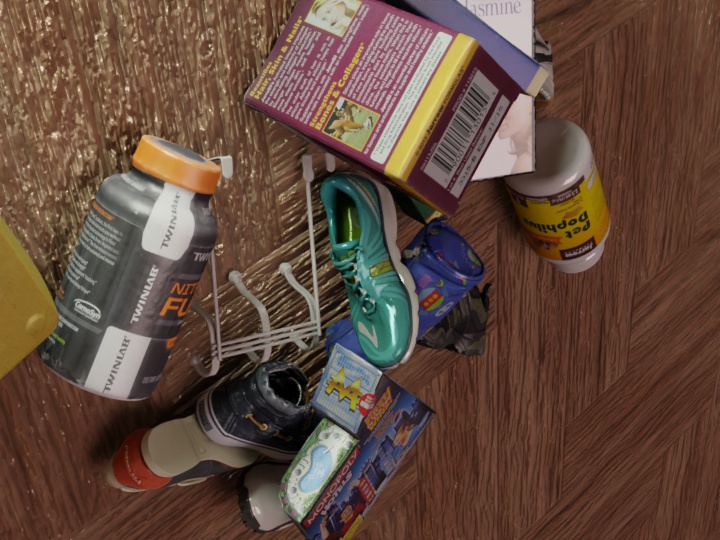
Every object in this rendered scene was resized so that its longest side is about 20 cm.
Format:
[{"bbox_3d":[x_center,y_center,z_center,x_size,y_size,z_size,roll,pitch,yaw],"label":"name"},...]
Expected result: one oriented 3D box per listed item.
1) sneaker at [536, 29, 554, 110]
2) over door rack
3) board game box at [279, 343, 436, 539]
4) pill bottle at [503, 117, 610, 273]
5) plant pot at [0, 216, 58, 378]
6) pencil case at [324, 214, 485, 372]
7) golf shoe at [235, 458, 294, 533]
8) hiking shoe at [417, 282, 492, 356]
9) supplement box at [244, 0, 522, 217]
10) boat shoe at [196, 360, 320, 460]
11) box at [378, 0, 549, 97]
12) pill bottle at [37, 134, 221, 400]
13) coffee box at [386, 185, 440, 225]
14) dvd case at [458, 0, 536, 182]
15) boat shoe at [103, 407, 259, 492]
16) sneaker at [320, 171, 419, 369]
[{"bbox_3d":[0.137,-0.247,1.193,0.199,0.075,0.089,33,59,-46],"label":"sneaker"},{"bbox_3d":[-0.098,-0.014,1.068,0.147,0.066,0.204,-11,111,-48],"label":"over door rack"},{"bbox_3d":[-0.013,0.169,1.138,0.201,0.061,0.201,-53,153,-18],"label":"board game box"},{"bbox_3d":[0.242,-0.083,1.383,0.110,0.109,0.201,-49,142,-14],"label":"pill bottle"},{"bbox_3d":[-0.312,-0.001,0.719,0.200,0.175,0.201,-43,141,-20],"label":"plant pot"},{"bbox_3d":[0.041,0.036,1.191,0.086,0.079,0.200,21,125,-36],"label":"pencil case"},{"bbox_3d":[-0.055,0.236,1.247,0.199,0.093,0.079,2,71,-56],"label":"golf shoe"},{"bbox_3d":[0.091,0.039,1.333,0.199,0.075,0.102,16,88,-58],"label":"hiking shoe"},{"bbox_3d":[0.017,-0.152,0.988,0.103,0.199,0.132,27,93,-54],"label":"supplement box"},{"bbox_3d":[-0.072,0.142,1.153,0.090,0.072,0.199,-28,159,22],"label":"boat shoe"},{"bbox_3d":[0.064,-0.224,1.004,0.199,0.121,0.033,33,92,-25],"label":"box"},{"bbox_3d":[-0.182,-0.005,0.931,0.106,0.106,0.203,12,105,-52],"label":"pill bottle"},{"bbox_3d":[0.062,-0.148,1.177,0.123,0.044,0.201,-51,143,-12],"label":"coffee box"},{"bbox_3d":[0.110,-0.187,1.114,0.140,0.018,0.204,-10,107,-22],"label":"dvd case"},{"bbox_3d":[-0.167,0.175,1.110,0.062,0.072,0.199,-31,168,24],"label":"boat shoe"},{"bbox_3d":[0.000,0.000,1.117,0.077,0.203,0.079,-23,163,29],"label":"sneaker"}]
